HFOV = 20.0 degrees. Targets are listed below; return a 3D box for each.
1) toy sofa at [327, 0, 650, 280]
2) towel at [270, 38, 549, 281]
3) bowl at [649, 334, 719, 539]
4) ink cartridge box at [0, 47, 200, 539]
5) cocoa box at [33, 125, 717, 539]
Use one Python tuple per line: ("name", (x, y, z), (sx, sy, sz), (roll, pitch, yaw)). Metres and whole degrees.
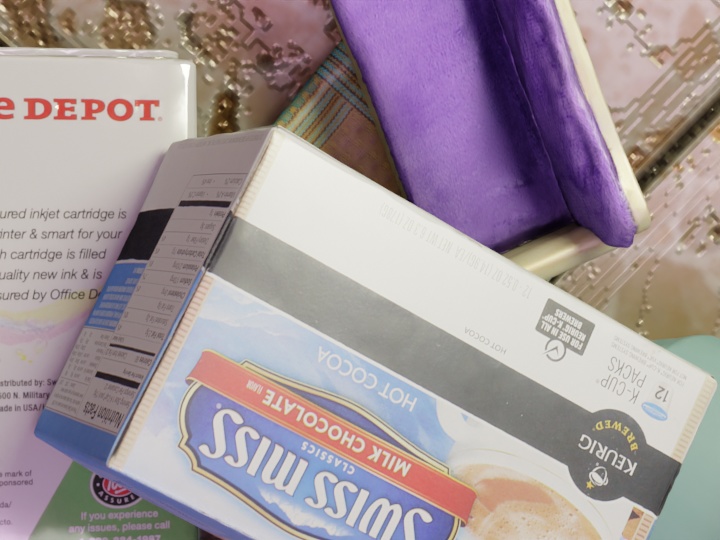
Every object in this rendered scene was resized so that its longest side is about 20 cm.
("toy sofa", (0.041, -0.089, 0.845), (0.082, 0.098, 0.201), (-23, 102, -7))
("towel", (0.000, 0.000, 0.907), (0.146, 0.022, 0.200), (39, 91, -14))
("bowl", (0.134, 0.106, 0.892), (0.105, 0.201, 0.201), (45, 102, 24))
("ink cartridge box", (-0.143, 0.014, 0.827), (0.144, 0.084, 0.202), (0, 89, -15))
("cocoa box", (0.002, 0.052, 0.760), (0.199, 0.133, 0.132), (29, 81, -18))
